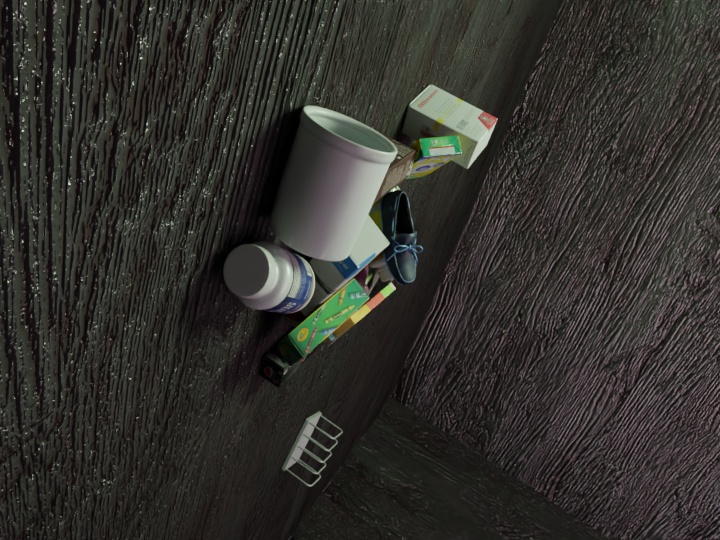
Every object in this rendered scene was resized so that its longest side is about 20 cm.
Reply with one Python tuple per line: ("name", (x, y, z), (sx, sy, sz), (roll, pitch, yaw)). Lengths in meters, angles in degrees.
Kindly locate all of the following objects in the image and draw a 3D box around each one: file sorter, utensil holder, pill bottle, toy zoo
("file sorter", (-0.165, 0.635, 2.031), (0.204, 0.123, 0.138), (-63, 166, 5))
("utensil holder", (-0.052, -0.143, 0.956), (0.169, 0.168, 0.204), (-30, 147, -63))
("pill bottle", (-0.156, 0.013, 0.982), (0.113, 0.109, 0.200), (-61, 165, 0))
("pill bottle", (0.046, -0.083, 1.308), (0.107, 0.204, 0.109), (-22, -174, 2))
("toy zoo", (-0.010, 0.109, 1.330), (0.199, 0.021, 0.131), (-37, 176, -44))

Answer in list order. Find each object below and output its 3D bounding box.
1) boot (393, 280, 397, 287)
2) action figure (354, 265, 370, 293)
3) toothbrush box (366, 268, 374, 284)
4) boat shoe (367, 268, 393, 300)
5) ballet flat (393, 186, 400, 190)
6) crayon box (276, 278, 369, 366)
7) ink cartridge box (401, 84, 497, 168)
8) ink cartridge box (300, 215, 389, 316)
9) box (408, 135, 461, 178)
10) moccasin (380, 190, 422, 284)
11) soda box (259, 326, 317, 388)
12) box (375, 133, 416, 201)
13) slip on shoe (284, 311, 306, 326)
("boot", (0.087, -0.049, 1.521), (0.202, 0.068, 0.149), (88, 19, -56))
("action figure", (0.000, 0.000, 1.381), (0.148, 0.133, 0.204), (-30, -143, 38))
("toothbrush box", (0.004, 0.024, 1.594), (0.201, 0.085, 0.148), (-50, 160, -42))
("boat shoe", (0.046, 0.043, 1.449), (0.075, 0.059, 0.203), (-77, -171, -52))
("ballet flat", (0.085, -0.198, 1.508), (0.071, 0.068, 0.200), (-63, 179, 9))
("crayon box", (-0.082, 0.112, 1.224), (0.199, 0.059, 0.119), (-40, 179, -27))
("ink cartridge box", (0.223, -0.365, 1.434), (0.145, 0.197, 0.084), (-48, 164, -40))
("ink cartridge box", (-0.052, -0.010, 1.210), (0.199, 0.085, 0.146), (-41, 179, 37))
("box", (0.143, -0.266, 1.383), (0.115, 0.050, 0.199), (-11, 177, -25))
("moccasin", (0.085, -0.071, 1.225), (0.079, 0.206, 0.068), (-15, -178, -34))
("soda box", (-0.159, 0.189, 1.378), (0.200, 0.062, 0.072), (-44, 158, -49))
("box", (0.035, -0.225, 1.236), (0.200, 0.099, 0.076), (-45, 157, -50))
("slip on shoe", (-0.106, 0.068, 1.338), (0.199, 0.073, 0.062), (-29, 143, -56))
